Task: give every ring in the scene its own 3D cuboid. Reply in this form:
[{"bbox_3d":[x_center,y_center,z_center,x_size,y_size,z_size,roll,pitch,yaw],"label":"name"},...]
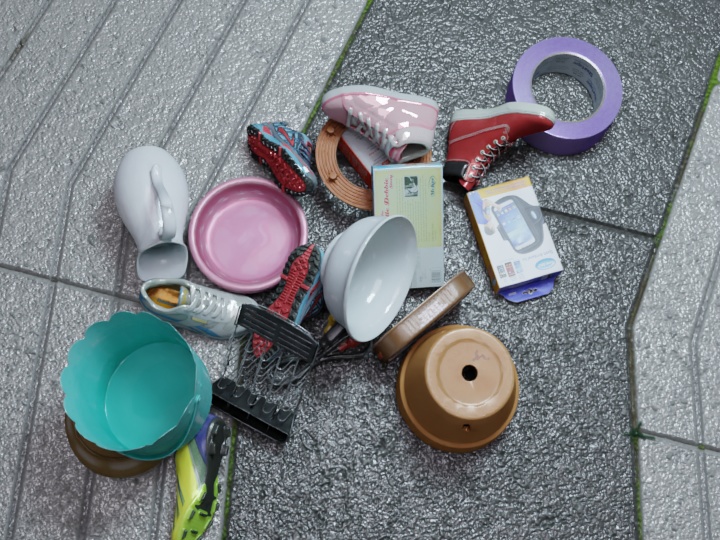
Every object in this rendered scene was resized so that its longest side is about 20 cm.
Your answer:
[{"bbox_3d":[0.022,-0.198,1.421,0.196,0.019,0.204,0,73,0],"label":"ring"}]

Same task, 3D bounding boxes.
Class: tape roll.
[{"bbox_3d":[0.363,-0.313,1.514,0.196,0.066,0.204,1,73,-3],"label":"tape roll"}]

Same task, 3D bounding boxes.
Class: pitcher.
[{"bbox_3d":[-0.326,-0.109,1.352,0.119,0.172,0.203,-3,62,-25],"label":"pitcher"}]

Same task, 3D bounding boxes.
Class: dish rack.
[{"bbox_3d":[-0.146,0.151,1.282,0.151,0.202,0.055,26,36,7],"label":"dish rack"}]

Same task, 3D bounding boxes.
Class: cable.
[{"bbox_3d":[-0.056,0.132,1.370,0.199,0.050,0.097,-42,80,-3],"label":"cable"}]

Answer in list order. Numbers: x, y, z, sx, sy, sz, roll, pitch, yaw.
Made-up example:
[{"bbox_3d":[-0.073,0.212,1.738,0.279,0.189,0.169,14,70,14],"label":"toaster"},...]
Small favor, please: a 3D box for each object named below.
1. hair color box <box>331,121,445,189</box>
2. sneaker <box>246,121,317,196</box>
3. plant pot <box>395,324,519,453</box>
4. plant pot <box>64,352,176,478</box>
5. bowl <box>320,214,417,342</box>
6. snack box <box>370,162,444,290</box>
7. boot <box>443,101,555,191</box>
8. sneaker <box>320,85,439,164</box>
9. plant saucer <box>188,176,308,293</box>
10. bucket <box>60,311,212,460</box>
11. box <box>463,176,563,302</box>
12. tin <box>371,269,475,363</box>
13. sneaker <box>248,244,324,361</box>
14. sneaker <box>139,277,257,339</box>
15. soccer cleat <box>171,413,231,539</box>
[{"bbox_3d":[0.046,-0.191,1.461,0.101,0.061,0.201,-34,75,-12],"label":"hair color box"},{"bbox_3d":[-0.114,-0.201,1.420,0.094,0.080,0.200,-20,46,-25],"label":"sneaker"},{"bbox_3d":[0.157,0.172,1.307,0.196,0.140,0.204,1,72,-2],"label":"plant pot"},{"bbox_3d":[-0.368,0.216,1.312,0.196,0.028,0.204,-2,69,5],"label":"plant pot"},{"bbox_3d":[0.000,0.000,1.304,0.089,0.202,0.203,21,70,28],"label":"bowl"},{"bbox_3d":[0.078,-0.072,1.384,0.114,0.037,0.204,-3,105,-4],"label":"snack box"},{"bbox_3d":[0.232,-0.203,1.434,0.197,0.072,0.147,-2,68,38],"label":"boot"},{"bbox_3d":[0.030,-0.236,1.383,0.196,0.076,0.106,7,67,-3],"label":"sneaker"},{"bbox_3d":[-0.185,-0.055,1.409,0.196,0.051,0.204,1,70,-2],"label":"plant saucer"},{"bbox_3d":[-0.318,0.174,1.235,0.203,0.135,0.211,-2,70,6],"label":"bucket"},{"bbox_3d":[0.262,-0.051,1.437,0.117,0.042,0.203,-15,71,-8],"label":"box"},{"bbox_3d":[0.103,0.075,1.350,0.199,0.112,0.042,-39,78,-13],"label":"tin"},{"bbox_3d":[-0.099,0.064,1.350,0.079,0.095,0.202,33,92,34],"label":"sneaker"},{"bbox_3d":[-0.257,0.059,1.354,0.196,0.081,0.078,7,70,-2],"label":"sneaker"},{"bbox_3d":[-0.256,0.319,1.291,0.082,0.065,0.204,4,74,30],"label":"soccer cleat"}]
